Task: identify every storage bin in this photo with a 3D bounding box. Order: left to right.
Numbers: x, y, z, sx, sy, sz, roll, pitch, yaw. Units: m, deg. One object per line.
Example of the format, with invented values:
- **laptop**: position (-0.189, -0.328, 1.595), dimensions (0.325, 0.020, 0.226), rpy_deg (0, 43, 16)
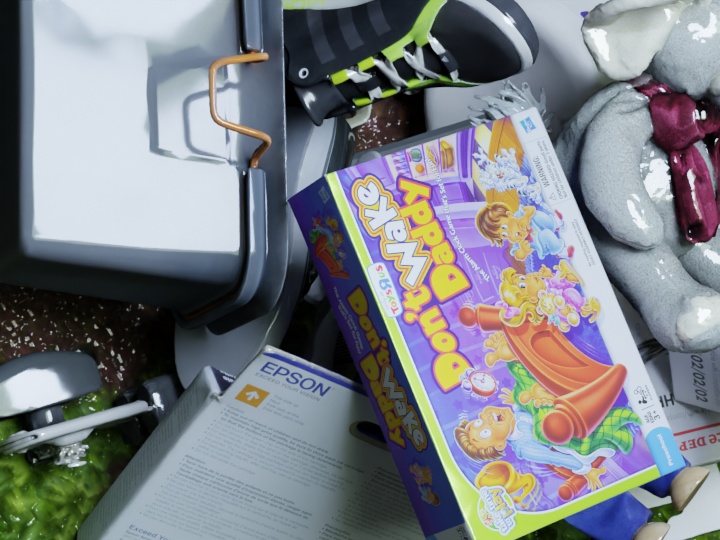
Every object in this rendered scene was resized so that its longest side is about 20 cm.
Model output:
- **storage bin**: position (-0.119, -0.074, 1.312), dimensions (0.134, 0.146, 0.200), rpy_deg (3, 78, -24)

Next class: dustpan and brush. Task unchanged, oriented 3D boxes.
- **dustpan and brush**: position (0.000, 0.000, 1.432), dimensions (0.057, 0.140, 0.200), rpy_deg (28, 63, -35)

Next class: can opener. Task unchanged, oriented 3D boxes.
- **can opener**: position (-0.113, 0.065, 1.405), dimensions (0.200, 0.053, 0.067), rpy_deg (-11, 84, -33)

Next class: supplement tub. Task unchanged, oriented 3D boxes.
- **supplement tub**: position (0.151, -0.107, 1.542), dimensions (0.200, 0.145, 0.146), rpy_deg (-15, 85, -44)

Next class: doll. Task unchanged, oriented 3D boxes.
- **doll**: position (0.107, 0.082, 1.500), dimensions (0.200, 0.048, 0.137), rpy_deg (35, 95, 11)

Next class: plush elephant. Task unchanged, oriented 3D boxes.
- **plush elephant**: position (0.173, -0.079, 1.351), dimensions (0.200, 0.155, 0.165), rpy_deg (44, 23, 16)

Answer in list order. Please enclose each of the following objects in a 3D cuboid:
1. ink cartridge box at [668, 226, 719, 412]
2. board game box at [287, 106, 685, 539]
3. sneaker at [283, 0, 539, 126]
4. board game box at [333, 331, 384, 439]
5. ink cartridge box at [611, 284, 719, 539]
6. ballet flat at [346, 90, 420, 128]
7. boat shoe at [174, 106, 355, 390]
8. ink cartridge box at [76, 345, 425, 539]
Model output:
- **ink cartridge box**: position (0.231, 0.008, 1.503), dimensions (0.200, 0.068, 0.115), rpy_deg (-59, 152, -30)
- **board game box**: position (0.064, 0.032, 1.286), dimensions (0.134, 0.045, 0.200), rpy_deg (-20, 84, -31)
- **sneaker**: position (0.004, -0.106, 1.366), dimensions (0.072, 0.200, 0.083), rpy_deg (51, 54, -40)
- **board game box**: position (0.034, 0.045, 1.410), dimensions (0.032, 0.200, 0.120), rpy_deg (39, 62, -21)
- **ink cartridge box**: position (0.182, 0.067, 1.571), dimensions (0.116, 0.067, 0.200), rpy_deg (-11, 83, -33)
- **ballet flat**: position (0.007, -0.126, 1.530), dimensions (0.200, 0.067, 0.064), rpy_deg (-29, 120, -32)
- **boat shoe**: position (-0.045, -0.013, 1.414), dimensions (0.057, 0.069, 0.200), rpy_deg (41, 58, -48)
- **ink cartridge box**: position (-0.021, 0.124, 1.366), dimensions (0.199, 0.200, 0.041), rpy_deg (25, 36, -24)
